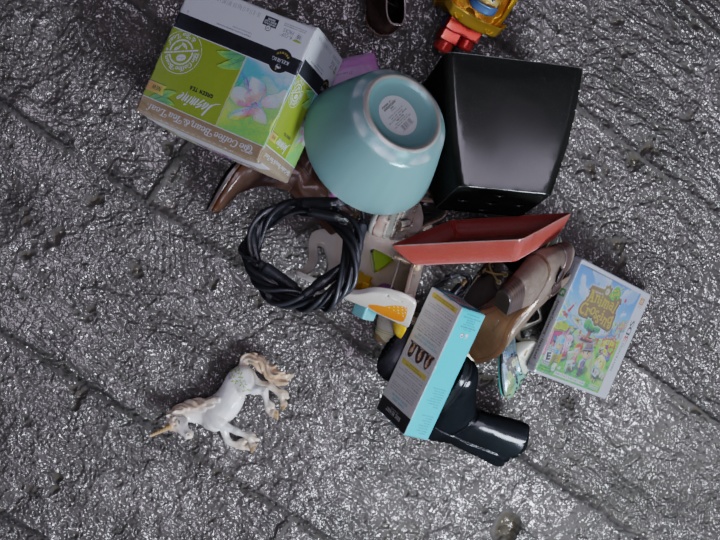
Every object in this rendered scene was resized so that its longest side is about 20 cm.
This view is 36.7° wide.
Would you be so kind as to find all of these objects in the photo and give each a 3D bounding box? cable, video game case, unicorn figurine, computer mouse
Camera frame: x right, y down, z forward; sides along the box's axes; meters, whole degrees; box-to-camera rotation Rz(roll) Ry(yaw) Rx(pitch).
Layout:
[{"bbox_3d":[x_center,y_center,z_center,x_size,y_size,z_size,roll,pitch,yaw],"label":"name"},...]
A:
[{"bbox_3d":[-0.083,-0.023,1.520,0.198,0.051,0.165,1,83,25],"label":"cable"},{"bbox_3d":[0.353,0.092,1.668,0.199,0.022,0.184,22,92,-42],"label":"video game case"},{"bbox_3d":[-0.198,0.207,1.616,0.137,0.074,0.201,37,75,-2],"label":"unicorn figurine"},{"bbox_3d":[0.094,0.082,1.601,0.058,0.034,0.201,37,95,-1],"label":"computer mouse"}]

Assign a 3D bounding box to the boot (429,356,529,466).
[{"bbox_3d":[0.183,0.213,1.633,0.167,0.077,0.201,19,138,-10],"label":"boot"}]

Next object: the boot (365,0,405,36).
[{"bbox_3d":[0.043,-0.435,1.529,0.071,0.166,0.203,0,96,-10],"label":"boot"}]

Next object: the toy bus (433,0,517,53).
[{"bbox_3d":[0.172,-0.393,1.547,0.135,0.200,0.193,26,99,-11],"label":"toy bus"}]

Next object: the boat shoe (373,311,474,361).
[{"bbox_3d":[0.122,0.092,1.652,0.198,0.072,0.066,11,98,-5],"label":"boat shoe"}]

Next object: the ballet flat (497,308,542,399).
[{"bbox_3d":[0.241,0.092,1.643,0.073,0.074,0.202,1,78,-10],"label":"ballet flat"}]

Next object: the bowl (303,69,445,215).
[{"bbox_3d":[0.035,-0.187,1.455,0.199,0.105,0.203,11,64,-24],"label":"bowl"}]

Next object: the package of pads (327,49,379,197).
[{"bbox_3d":[-0.012,-0.209,1.563,0.119,0.076,0.202,-14,76,-6],"label":"package of pads"}]

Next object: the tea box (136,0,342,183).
[{"bbox_3d":[-0.163,-0.255,1.491,0.198,0.134,0.198,23,89,16],"label":"tea box"}]

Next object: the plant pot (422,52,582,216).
[{"bbox_3d":[0.187,-0.181,1.546,0.197,0.200,0.180,5,80,-10],"label":"plant pot"}]

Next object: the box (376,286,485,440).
[{"bbox_3d":[0.100,0.133,1.559,0.049,0.082,0.202,18,101,-35],"label":"box"}]

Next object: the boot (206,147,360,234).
[{"bbox_3d":[-0.101,-0.104,1.598,0.200,0.064,0.187,40,89,-14],"label":"boot"}]

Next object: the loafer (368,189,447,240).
[{"bbox_3d":[0.073,-0.083,1.559,0.062,0.200,0.072,29,113,12],"label":"loafer"}]

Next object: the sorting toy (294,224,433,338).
[{"bbox_3d":[0.000,0.000,1.586,0.178,0.201,0.108,17,125,1],"label":"sorting toy"}]

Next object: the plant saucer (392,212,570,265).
[{"bbox_3d":[0.175,-0.043,1.543,0.198,0.199,0.037,-1,102,31],"label":"plant saucer"}]

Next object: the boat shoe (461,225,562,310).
[{"bbox_3d":[0.216,-0.002,1.620,0.201,0.072,0.061,-43,144,-8],"label":"boat shoe"}]

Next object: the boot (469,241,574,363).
[{"bbox_3d":[0.238,0.044,1.571,0.146,0.201,0.070,-31,69,-31],"label":"boot"}]
